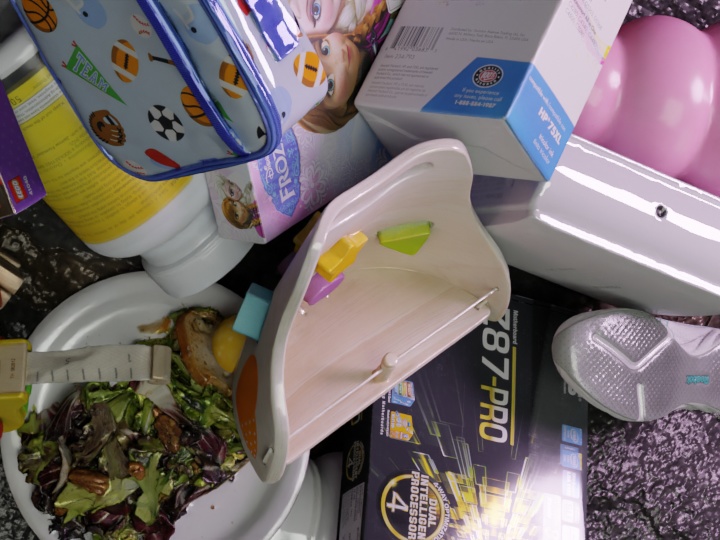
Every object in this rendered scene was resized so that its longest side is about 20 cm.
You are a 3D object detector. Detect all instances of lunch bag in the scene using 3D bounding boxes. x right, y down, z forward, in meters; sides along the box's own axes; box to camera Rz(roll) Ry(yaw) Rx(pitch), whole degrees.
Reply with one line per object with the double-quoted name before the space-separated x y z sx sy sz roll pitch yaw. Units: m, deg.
"lunch bag" -0.113 -0.148 1.230 0.076 0.160 0.201 -46 116 -35

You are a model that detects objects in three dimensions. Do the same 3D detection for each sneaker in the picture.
"sneaker" 0.185 0.063 1.526 0.199 0.080 0.071 11 89 -45

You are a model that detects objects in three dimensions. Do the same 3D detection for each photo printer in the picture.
"photo printer" 0.157 -0.025 1.469 0.199 0.166 0.070 21 80 -25

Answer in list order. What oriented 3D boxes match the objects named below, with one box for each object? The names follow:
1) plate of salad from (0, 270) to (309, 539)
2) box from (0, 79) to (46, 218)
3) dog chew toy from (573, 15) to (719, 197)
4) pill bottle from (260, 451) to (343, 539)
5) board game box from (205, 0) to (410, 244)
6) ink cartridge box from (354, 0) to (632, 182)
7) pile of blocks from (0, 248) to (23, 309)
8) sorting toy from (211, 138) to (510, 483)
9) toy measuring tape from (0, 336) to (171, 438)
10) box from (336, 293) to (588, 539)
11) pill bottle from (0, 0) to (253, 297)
"plate of salad" -0.130 0.100 1.440 0.198 0.048 0.202 0 88 5
"box" -0.274 -0.111 1.294 0.136 0.039 0.201 -16 101 28
"dog chew toy" 0.199 -0.108 1.480 0.198 0.125 0.126 9 107 -12
"pill bottle" 0.014 0.184 1.525 0.199 0.114 0.115 16 104 -22
"board game box" -0.027 -0.148 1.373 0.199 0.041 0.201 -35 122 -41
"ink cartridge box" 0.093 -0.157 1.393 0.067 0.116 0.201 50 59 -44
"pile of blocks" -0.272 -0.039 1.375 0.082 0.062 0.201 -30 116 -6
"sorting toy" 0.000 0.000 1.367 0.199 0.107 0.180 -34 160 -28
"toy measuring tape" -0.202 0.071 1.414 0.198 0.074 0.074 -4 114 14
"box" 0.068 0.108 1.488 0.160 0.049 0.202 16 63 -23
"pill bottle" -0.148 -0.080 1.373 0.112 0.112 0.200 -41 116 0
